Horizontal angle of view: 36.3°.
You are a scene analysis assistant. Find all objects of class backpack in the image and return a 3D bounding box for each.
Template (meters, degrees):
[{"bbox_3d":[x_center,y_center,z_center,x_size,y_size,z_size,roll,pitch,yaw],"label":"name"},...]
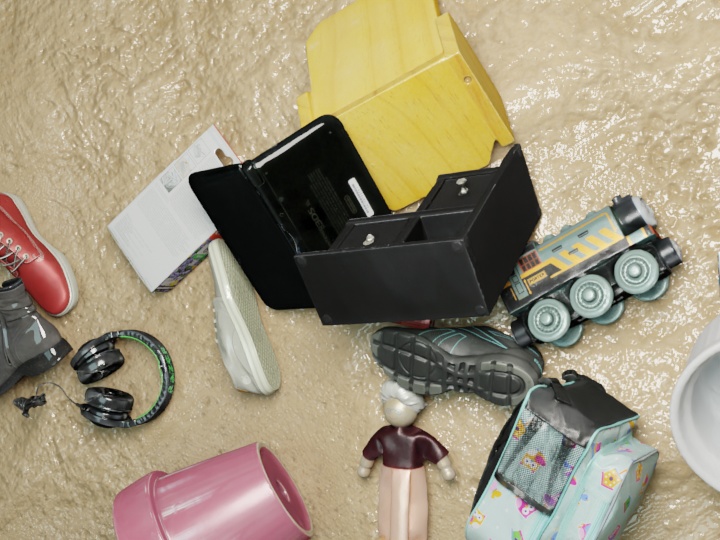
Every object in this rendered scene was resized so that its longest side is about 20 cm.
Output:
[{"bbox_3d":[0.204,0.226,1.135,0.153,0.176,0.200,39,108,22],"label":"backpack"}]

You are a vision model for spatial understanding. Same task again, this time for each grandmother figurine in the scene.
[{"bbox_3d":[0.050,0.223,1.262,0.121,0.061,0.201,-1,93,14],"label":"grandmother figurine"}]

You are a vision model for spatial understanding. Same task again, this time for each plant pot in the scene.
[{"bbox_3d":[-0.163,0.300,1.289,0.179,0.200,0.201,-32,78,4],"label":"plant pot"}]

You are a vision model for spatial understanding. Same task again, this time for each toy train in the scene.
[{"bbox_3d":[0.238,0.002,1.171,0.200,0.085,0.114,-31,70,19],"label":"toy train"}]

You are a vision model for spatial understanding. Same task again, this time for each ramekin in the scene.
[{"bbox_3d":[0.405,0.123,1.058,0.199,0.098,0.201,9,119,17],"label":"ramekin"}]

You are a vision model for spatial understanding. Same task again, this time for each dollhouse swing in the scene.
[{"bbox_3d":[0.047,-0.208,1.271,0.199,0.176,0.182,-26,122,20],"label":"dollhouse swing"}]

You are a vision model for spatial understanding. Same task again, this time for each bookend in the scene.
[{"bbox_3d":[0.067,-0.038,1.182,0.198,0.200,0.092,-5,121,31],"label":"bookend"}]

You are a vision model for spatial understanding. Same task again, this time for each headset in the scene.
[{"bbox_3d":[-0.337,0.146,1.401,0.199,0.094,0.124,-14,85,16],"label":"headset"}]

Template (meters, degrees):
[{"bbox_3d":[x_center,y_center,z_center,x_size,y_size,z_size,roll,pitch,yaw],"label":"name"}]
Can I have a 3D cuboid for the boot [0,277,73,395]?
[{"bbox_3d":[-0.480,0.089,1.445,0.199,0.070,0.132,-28,104,24],"label":"boot"}]

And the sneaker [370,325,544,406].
[{"bbox_3d":[0.109,0.098,1.226,0.199,0.079,0.076,13,122,20],"label":"sneaker"}]

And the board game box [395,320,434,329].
[{"bbox_3d":[0.000,0.000,1.301,0.199,0.019,0.104,12,94,22],"label":"board game box"}]

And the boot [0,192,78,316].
[{"bbox_3d":[-0.463,-0.020,1.426,0.072,0.144,0.200,-42,77,16],"label":"boot"}]

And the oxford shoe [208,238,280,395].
[{"bbox_3d":[-0.155,0.060,1.337,0.058,0.075,0.201,-19,88,20],"label":"oxford shoe"}]

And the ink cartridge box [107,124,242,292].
[{"bbox_3d":[-0.213,-0.076,1.372,0.200,0.050,0.109,-41,75,17],"label":"ink cartridge box"}]

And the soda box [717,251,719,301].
[{"bbox_3d":[0.458,0.004,1.082,0.199,0.068,0.064,-5,89,24],"label":"soda box"}]

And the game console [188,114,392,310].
[{"bbox_3d":[-0.069,-0.062,1.258,0.176,0.116,0.200,-34,114,-6],"label":"game console"}]
